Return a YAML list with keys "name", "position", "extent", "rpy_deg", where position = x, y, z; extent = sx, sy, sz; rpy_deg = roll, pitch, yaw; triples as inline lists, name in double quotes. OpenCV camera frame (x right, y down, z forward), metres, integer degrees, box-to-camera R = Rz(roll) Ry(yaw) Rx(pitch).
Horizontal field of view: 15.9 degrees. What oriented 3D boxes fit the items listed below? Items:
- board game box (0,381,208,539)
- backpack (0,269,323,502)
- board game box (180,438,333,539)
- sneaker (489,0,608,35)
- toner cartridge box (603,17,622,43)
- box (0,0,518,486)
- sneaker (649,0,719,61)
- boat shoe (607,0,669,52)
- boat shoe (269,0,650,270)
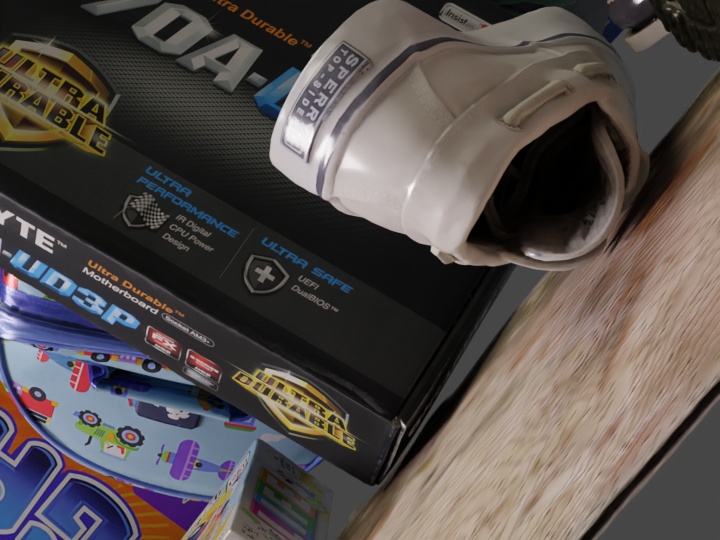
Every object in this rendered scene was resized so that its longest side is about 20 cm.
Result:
- name: "board game box"
  position: [-0.221, 0.147, 1.355]
  extent: [0.200, 0.200, 0.200]
  rpy_deg: [-55, 3, -14]
- name: "backpack"
  position: [-0.062, 0.000, 0.964]
  extent: [0.135, 0.182, 0.200]
  rpy_deg: [-93, 22, -63]
- name: "board game box"
  position: [-0.082, 0.155, 0.833]
  extent: [0.200, 0.034, 0.134]
  rpy_deg: [-53, 4, 7]
- name: "sneaker"
  position: [0.066, -0.094, 0.905]
  extent: [0.200, 0.074, 0.088]
  rpy_deg: [46, -133, -80]
- name: "toner cartridge box"
  position: [0.103, -0.132, 1.062]
  extent: [0.095, 0.043, 0.200]
  rpy_deg: [-55, 4, -33]
- name: "box"
  position: [-0.038, -0.046, 0.832]
  extent: [0.159, 0.200, 0.046]
  rpy_deg: [-55, -8, -31]
- name: "sneaker"
  position: [0.107, -0.141, 0.734]
  extent: [0.088, 0.077, 0.200]
  rpy_deg: [-19, 42, 14]
- name: "boat shoe"
  position: [0.132, -0.165, 0.837]
  extent: [0.200, 0.063, 0.073]
  rpy_deg: [-54, 6, 10]
- name: "boat shoe"
  position: [0.046, -0.032, 0.702]
  extent: [0.072, 0.066, 0.200]
  rpy_deg: [-56, -18, 9]
